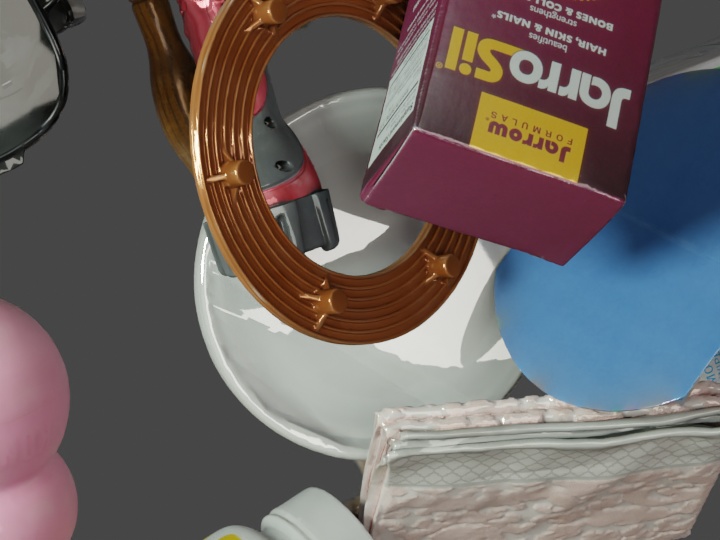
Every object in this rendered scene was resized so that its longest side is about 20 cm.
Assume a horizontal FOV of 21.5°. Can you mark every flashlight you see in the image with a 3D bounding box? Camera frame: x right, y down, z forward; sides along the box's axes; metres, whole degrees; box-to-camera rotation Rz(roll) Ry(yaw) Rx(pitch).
[{"bbox_3d":[-0.067,-0.100,0.952,0.068,0.068,0.201,-22,99,-38],"label":"flashlight"}]

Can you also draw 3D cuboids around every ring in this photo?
[{"bbox_3d":[-0.002,-0.063,0.949,0.200,0.019,0.202,6,81,-43],"label":"ring"}]

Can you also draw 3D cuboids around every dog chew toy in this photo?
[{"bbox_3d":[-0.205,0.117,1.005,0.124,0.125,0.201,-14,104,-13],"label":"dog chew toy"}]

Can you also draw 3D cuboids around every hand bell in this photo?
[{"bbox_3d":[-0.113,-0.143,1.019,0.104,0.104,0.201,-20,101,-12],"label":"hand bell"}]

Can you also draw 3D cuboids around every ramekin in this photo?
[{"bbox_3d":[0.000,0.000,1.059,0.201,0.094,0.203,-1,94,-15],"label":"ramekin"}]

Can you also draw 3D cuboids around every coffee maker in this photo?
[{"bbox_3d":[-0.231,-0.135,0.936,0.192,0.200,0.135,40,83,-14],"label":"coffee maker"}]

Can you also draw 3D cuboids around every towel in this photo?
[{"bbox_3d":[0.100,0.118,1.042,0.199,0.191,0.032,-4,63,-5],"label":"towel"}]

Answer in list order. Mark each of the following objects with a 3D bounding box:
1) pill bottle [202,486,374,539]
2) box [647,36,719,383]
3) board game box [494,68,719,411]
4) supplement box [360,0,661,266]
[{"bbox_3d":[-0.080,0.211,1.033,0.200,0.114,0.115,-33,101,-22],"label":"pill bottle"},{"bbox_3d":[0.199,-0.023,1.110,0.176,0.097,0.201,-20,99,-15],"label":"box"},{"bbox_3d":[0.162,-0.011,0.985,0.200,0.158,0.039,-53,130,-4],"label":"board game box"},{"bbox_3d":[0.082,-0.119,0.934,0.110,0.086,0.201,18,65,-10],"label":"supplement box"}]
